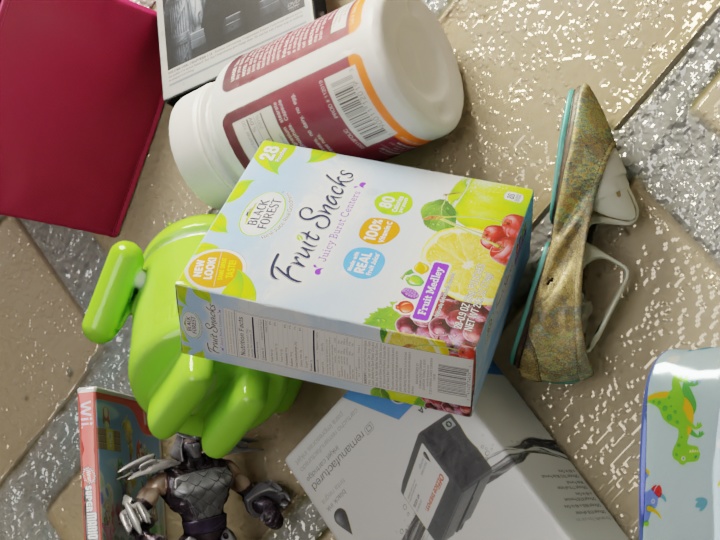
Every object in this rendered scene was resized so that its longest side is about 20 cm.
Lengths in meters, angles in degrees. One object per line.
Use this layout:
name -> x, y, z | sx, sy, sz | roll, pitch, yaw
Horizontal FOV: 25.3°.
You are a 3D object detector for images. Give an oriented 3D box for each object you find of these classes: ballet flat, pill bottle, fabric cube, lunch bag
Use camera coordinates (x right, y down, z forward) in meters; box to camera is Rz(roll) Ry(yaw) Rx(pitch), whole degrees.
ballet flat -> 0.151, -0.021, 1.068 | 0.071, 0.071, 0.201 | 12, 90, 35
pill bottle -> -0.035, -0.119, 1.173 | 0.200, 0.114, 0.115 | -20, 73, 31
fabric cube -> -0.299, -0.159, 1.310 | 0.200, 0.199, 0.197 | 23, 98, 34
lunch bag -> 0.236, 0.127, 0.900 | 0.082, 0.200, 0.161 | -2, 81, 41

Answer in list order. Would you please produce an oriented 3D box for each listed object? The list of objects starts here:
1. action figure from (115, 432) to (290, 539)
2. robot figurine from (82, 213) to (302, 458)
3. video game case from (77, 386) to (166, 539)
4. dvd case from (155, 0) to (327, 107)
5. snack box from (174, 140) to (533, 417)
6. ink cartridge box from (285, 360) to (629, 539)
action figure -> -0.113, 0.203, 1.191 | 0.069, 0.130, 0.201 | -176, 79, -71
robot figurine -> -0.108, 0.039, 1.171 | 0.116, 0.175, 0.200 | -54, 25, 34
video game case -> -0.177, 0.194, 1.215 | 0.017, 0.143, 0.201 | -7, 79, 11
dvd case -> -0.099, -0.243, 1.269 | 0.150, 0.025, 0.201 | -20, 65, 28
snack box -> 0.000, 0.000, 1.065 | 0.199, 0.169, 0.068 | 10, 131, 13
ink cartridge box -> 0.064, 0.159, 1.085 | 0.145, 0.084, 0.200 | -48, 61, 20
